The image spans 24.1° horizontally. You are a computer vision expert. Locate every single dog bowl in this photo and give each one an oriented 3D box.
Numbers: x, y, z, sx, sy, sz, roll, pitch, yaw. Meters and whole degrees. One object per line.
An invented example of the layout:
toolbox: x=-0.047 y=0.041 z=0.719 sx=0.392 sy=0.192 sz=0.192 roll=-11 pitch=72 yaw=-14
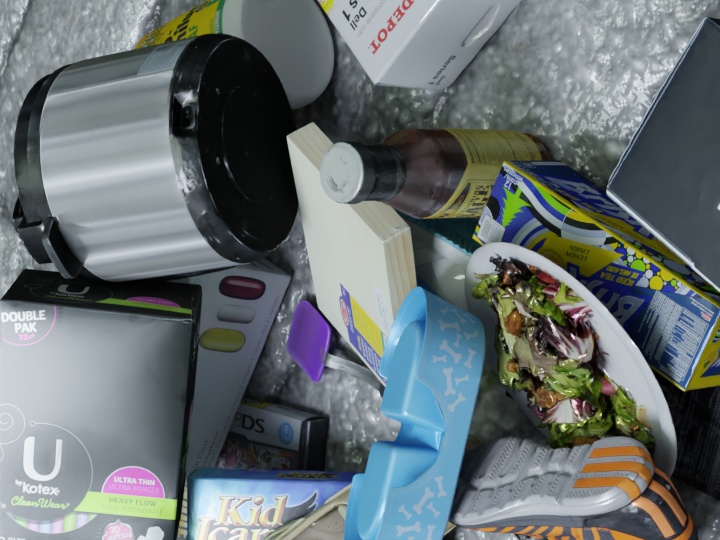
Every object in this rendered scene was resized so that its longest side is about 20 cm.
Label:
dog bowl: x=0.038 y=0.114 z=1.159 sx=0.111 sy=0.049 sz=0.201 roll=169 pitch=114 yaw=-78

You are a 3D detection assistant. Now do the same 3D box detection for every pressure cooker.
pressure cooker: x=-0.164 y=-0.082 z=1.266 sx=0.199 sy=0.176 sz=0.180 roll=-8 pitch=85 yaw=24

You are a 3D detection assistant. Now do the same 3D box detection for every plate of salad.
plate of salad: x=0.131 y=0.071 z=1.132 sx=0.200 sy=0.048 sz=0.200 roll=44 pitch=156 yaw=25

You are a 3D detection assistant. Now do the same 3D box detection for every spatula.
spatula: x=0.004 y=0.086 z=1.346 sx=0.200 sy=0.020 sz=0.057 roll=32 pitch=119 yaw=37

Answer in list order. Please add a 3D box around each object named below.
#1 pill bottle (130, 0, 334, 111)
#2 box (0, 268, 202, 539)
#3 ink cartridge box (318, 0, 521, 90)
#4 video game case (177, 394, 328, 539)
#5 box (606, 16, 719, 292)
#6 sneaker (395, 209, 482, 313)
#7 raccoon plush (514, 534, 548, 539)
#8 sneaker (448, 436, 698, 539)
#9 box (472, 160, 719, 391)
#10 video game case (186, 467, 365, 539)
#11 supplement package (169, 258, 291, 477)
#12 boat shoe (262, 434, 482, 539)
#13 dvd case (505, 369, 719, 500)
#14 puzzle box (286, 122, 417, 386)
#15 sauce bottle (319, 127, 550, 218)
pill bottle: x=-0.126 y=-0.160 z=1.397 sx=0.199 sy=0.112 sz=0.113 roll=-19 pitch=79 yaw=43
box: x=-0.203 y=0.112 z=1.287 sx=0.124 sy=0.148 sz=0.201 roll=-103 pitch=20 yaw=-79
ink cartridge box: x=0.028 y=-0.256 z=1.266 sx=0.145 sy=0.084 sz=0.200 roll=-50 pitch=60 yaw=33
video game case: x=-0.106 y=0.208 z=1.453 sx=0.180 sy=0.025 sz=0.201 roll=11 pitch=99 yaw=42
box: x=0.285 y=-0.037 z=0.954 sx=0.200 sy=0.196 sz=0.124 roll=45 pitch=119 yaw=33
sneaker: x=0.037 y=-0.016 z=1.276 sx=0.200 sy=0.076 sz=0.081 roll=37 pitch=124 yaw=41
raccoon plush: x=0.146 y=0.258 z=1.204 sx=0.200 sy=0.096 sz=0.134 roll=-102 pitch=22 yaw=-52
sneaker: x=0.139 y=0.174 z=1.132 sx=0.200 sy=0.078 sz=0.112 roll=-6 pitch=130 yaw=52
box: x=0.172 y=-0.001 z=1.127 sx=0.200 sy=0.070 sz=0.065 roll=39 pitch=117 yaw=35
video game case: x=-0.035 y=0.248 z=1.300 sx=0.199 sy=0.045 sz=0.182 roll=1 pitch=93 yaw=5
supplement package: x=-0.177 y=0.058 z=1.433 sx=0.156 sy=0.111 sz=0.201 roll=32 pitch=104 yaw=41
boat shoe: x=0.008 y=0.186 z=1.238 sx=0.199 sy=0.065 sz=0.072 roll=-28 pitch=88 yaw=4
dvd case: x=0.195 y=0.054 z=1.168 sx=0.200 sy=0.016 sz=0.149 roll=24 pitch=109 yaw=40
puzzle box: x=0.000 y=0.000 z=1.261 sx=0.133 sy=0.025 sz=0.200 roll=48 pitch=159 yaw=36
sauce bottle: x=0.053 y=-0.067 z=1.172 sx=0.066 sy=0.199 sz=0.066 roll=4 pitch=96 yaw=44
